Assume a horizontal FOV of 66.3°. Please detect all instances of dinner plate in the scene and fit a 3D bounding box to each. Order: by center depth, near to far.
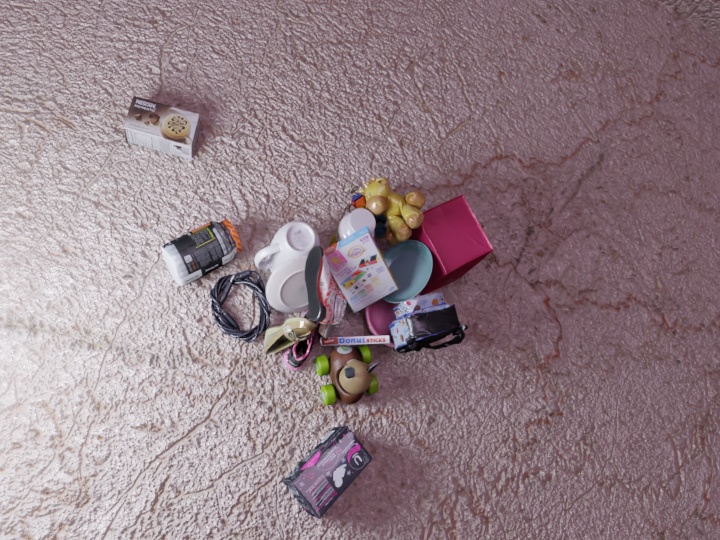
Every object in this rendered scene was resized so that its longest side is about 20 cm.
[{"bbox_3d":[-0.168,0.046,1.541,0.194,0.205,0.024,-14,43,-22],"label":"dinner plate"}]

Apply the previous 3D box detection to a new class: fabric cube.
[{"bbox_3d":[0.254,-0.075,1.710,0.191,0.200,0.205,-22,78,-24],"label":"fabric cube"}]

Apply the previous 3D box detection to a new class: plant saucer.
[{"bbox_3d":[0.130,0.008,1.624,0.036,0.194,0.206,40,56,-46],"label":"plant saucer"},{"bbox_3d":[0.101,0.134,1.668,0.193,0.051,0.208,6,70,-16],"label":"plant saucer"}]

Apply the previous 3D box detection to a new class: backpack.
[{"bbox_3d":[0.166,0.155,1.550,0.193,0.191,0.159,-5,68,-24],"label":"backpack"}]

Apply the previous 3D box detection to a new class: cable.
[{"bbox_3d":[-0.334,0.102,1.540,0.158,0.051,0.207,-9,75,-20],"label":"cable"}]

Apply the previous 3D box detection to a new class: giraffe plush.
[{"bbox_3d":[0.080,-0.198,1.604,0.159,0.173,0.204,27,37,-28],"label":"giraffe plush"}]

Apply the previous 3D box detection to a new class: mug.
[{"bbox_3d":[-0.207,-0.053,1.567,0.194,0.176,0.152,-17,76,-22],"label":"mug"}]

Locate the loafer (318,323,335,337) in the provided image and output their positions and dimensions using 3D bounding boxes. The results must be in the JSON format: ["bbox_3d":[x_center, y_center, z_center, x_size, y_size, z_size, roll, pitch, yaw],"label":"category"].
[{"bbox_3d":[-0.086,0.120,1.578,0.061,0.074,0.201,23,32,7],"label":"loafer"}]

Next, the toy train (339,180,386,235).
[{"bbox_3d":[0.008,-0.188,1.694,0.196,0.083,0.120,19,57,-40],"label":"toy train"}]

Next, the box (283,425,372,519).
[{"bbox_3d":[-0.085,0.518,1.426,0.199,0.132,0.116,-40,89,-25],"label":"box"}]

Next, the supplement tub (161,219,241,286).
[{"bbox_3d":[-0.436,-0.054,1.524,0.196,0.123,0.125,-30,81,-24],"label":"supplement tub"}]

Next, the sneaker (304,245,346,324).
[{"bbox_3d":[-0.091,0.044,1.484,0.106,0.066,0.209,18,61,-47],"label":"sneaker"}]

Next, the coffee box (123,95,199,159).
[{"bbox_3d":[-0.584,-0.421,1.631,0.193,0.080,0.117,14,68,-13],"label":"coffee box"}]

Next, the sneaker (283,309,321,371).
[{"bbox_3d":[-0.146,0.181,1.548,0.077,0.096,0.205,25,64,-5],"label":"sneaker"}]

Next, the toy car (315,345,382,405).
[{"bbox_3d":[-0.019,0.270,1.497,0.159,0.200,0.163,-9,73,-20],"label":"toy car"}]

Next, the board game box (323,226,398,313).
[{"bbox_3d":[0.000,0.000,1.551,0.149,0.041,0.204,-27,116,6],"label":"board game box"}]

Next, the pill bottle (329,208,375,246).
[{"bbox_3d":[-0.020,-0.101,1.630,0.107,0.200,0.115,6,69,-15],"label":"pill bottle"}]

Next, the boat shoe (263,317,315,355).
[{"bbox_3d":[-0.193,0.178,1.481,0.072,0.197,0.065,32,52,-37],"label":"boat shoe"}]

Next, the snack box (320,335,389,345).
[{"bbox_3d":[-0.015,0.199,1.566,0.192,0.072,0.025,-2,84,-1],"label":"snack box"}]
